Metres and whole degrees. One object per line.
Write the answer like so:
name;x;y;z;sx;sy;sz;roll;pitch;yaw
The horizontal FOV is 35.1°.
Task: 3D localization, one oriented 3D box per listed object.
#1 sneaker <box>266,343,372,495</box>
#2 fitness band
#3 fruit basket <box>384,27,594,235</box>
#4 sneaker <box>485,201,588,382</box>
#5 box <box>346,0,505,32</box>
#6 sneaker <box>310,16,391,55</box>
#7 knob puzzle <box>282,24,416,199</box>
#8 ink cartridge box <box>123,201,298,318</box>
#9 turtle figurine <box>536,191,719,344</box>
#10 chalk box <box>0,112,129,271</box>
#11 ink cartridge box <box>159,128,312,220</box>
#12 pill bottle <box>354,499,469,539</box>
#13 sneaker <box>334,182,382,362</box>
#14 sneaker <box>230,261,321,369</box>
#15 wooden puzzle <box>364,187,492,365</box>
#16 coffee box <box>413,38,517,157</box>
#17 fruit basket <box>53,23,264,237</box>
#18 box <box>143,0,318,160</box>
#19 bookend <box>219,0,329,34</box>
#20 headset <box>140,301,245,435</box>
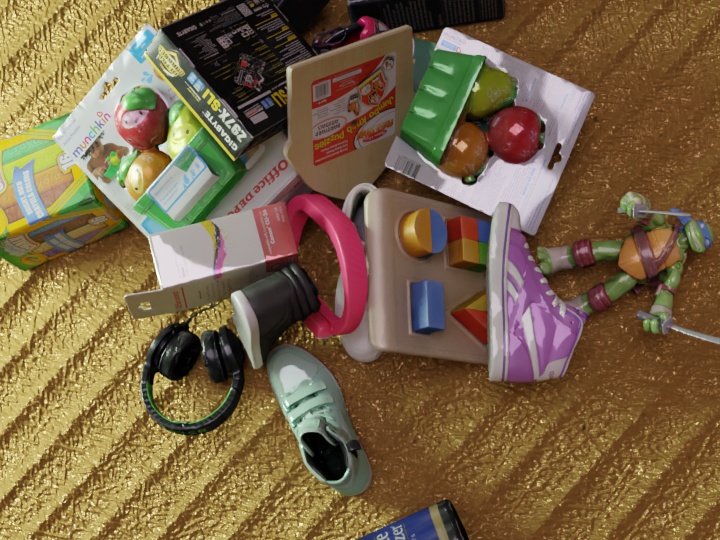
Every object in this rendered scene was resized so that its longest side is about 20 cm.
sneaker;-0.054;0.162;1.309;0.073;0.118;0.202;-33;72;1
fitness band;-0.045;-0.007;1.329;0.037;0.200;0.146;-3;114;-26
fruit basket;0.152;-0.165;1.344;0.197;0.094;0.188;24;85;-2
sneaker;0.198;0.024;1.283;0.112;0.073;0.205;-1;86;3
box;0.078;-0.392;1.436;0.196;0.104;0.151;-6;75;8
sneaker;-0.046;-0.260;1.416;0.198;0.074;0.082;-23;60;26
knob puzzle;-0.015;-0.175;1.338;0.220;0.220;0.030;-49;51;-6
ink cartridge box;-0.174;-0.008;1.297;0.197;0.117;0.069;-15;76;-10
turtle figurine;0.299;-0.003;1.269;0.191;0.145;0.202;-20;33;21
chalk box;-0.414;-0.088;1.424;0.197;0.124;0.126;-23;73;2
ink cartridge box;-0.156;-0.149;1.405;0.146;0.084;0.201;-41;74;14
pill bottle;0.031;0.343;1.253;0.197;0.112;0.113;-25;73;1
sneaker;0.000;0.000;1.343;0.072;0.116;0.204;0;76;6
sneaker;-0.094;0.053;1.310;0.098;0.200;0.071;-26;76;-13
wooden puzzle;0.098;0.007;1.307;0.197;0.046;0.189;8;73;-34
coffee box;0.105;-0.217;1.418;0.197;0.044;0.125;17;79;12
fruit basket;-0.237;-0.147;1.317;0.200;0.094;0.185;45;105;-5
box;-0.131;-0.232;1.311;0.160;0.200;0.049;50;130;-1
bookend;-0.099;-0.408;1.421;0.198;0.091;0.202;-39;69;39
headset;-0.198;0.092;1.361;0.121;0.094;0.203;3;64;9
